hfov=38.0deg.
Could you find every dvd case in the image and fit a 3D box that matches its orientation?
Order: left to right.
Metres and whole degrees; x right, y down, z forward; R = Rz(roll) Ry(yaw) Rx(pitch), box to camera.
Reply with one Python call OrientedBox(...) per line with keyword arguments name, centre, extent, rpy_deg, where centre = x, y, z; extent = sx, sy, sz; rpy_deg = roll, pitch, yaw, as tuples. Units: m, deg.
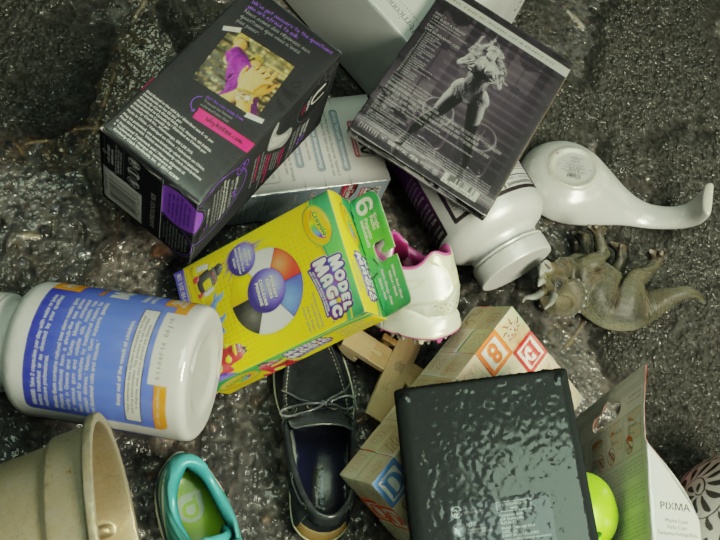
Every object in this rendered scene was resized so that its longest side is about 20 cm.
OrientedBox(name="dvd case", centre=(0.097, -0.162, 0.981), extent=(0.148, 0.016, 0.201), rpy_deg=(32, 65, 1))

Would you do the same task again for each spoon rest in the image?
OrientedBox(name="spoon rest", centre=(0.264, -0.081, 1.101), extent=(0.198, 0.061, 0.100), rpy_deg=(14, 61, 7))

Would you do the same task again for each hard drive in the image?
OrientedBox(name="hard drive", centre=(0.104, 0.179, 0.789), extent=(0.138, 0.033, 0.202), rpy_deg=(-8, 65, 4))

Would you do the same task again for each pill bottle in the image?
OrientedBox(name="pill bottle", centre=(-0.221, 0.070, 0.856), extent=(0.198, 0.112, 0.113), rpy_deg=(9, 63, 7))
OrientedBox(name="pill bottle", centre=(0.103, -0.086, 1.022), extent=(0.112, 0.113, 0.201), rpy_deg=(-22, 73, -22))

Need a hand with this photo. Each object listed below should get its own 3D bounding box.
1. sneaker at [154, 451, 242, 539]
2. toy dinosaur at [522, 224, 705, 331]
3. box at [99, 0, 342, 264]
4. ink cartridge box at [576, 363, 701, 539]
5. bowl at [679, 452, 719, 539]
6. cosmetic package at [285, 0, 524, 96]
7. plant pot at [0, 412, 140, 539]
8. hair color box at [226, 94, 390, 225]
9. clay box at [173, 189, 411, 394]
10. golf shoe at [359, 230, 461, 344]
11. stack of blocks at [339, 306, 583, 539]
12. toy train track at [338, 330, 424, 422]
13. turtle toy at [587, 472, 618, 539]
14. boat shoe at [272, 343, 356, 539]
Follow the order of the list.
OrientedBox(name="sneaker", centre=(-0.119, 0.241, 0.834), extent=(0.077, 0.080, 0.202), rpy_deg=(-19, 72, -21))
OrientedBox(name="toy dinosaur", centre=(0.246, 0.017, 1.045), extent=(0.198, 0.077, 0.103), rpy_deg=(21, 80, -20))
OrientedBox(name="box", centre=(-0.122, -0.127, 0.910), extent=(0.106, 0.122, 0.200), rpy_deg=(38, 63, 5))
OrientedBox(name="ink cartridge box", centre=(0.232, 0.203, 0.895), extent=(0.047, 0.160, 0.202), rpy_deg=(9, 64, -8))
OrientedBox(name="bowl", centre=(0.307, 0.251, 0.905), extent=(0.093, 0.201, 0.203), rpy_deg=(-10, 63, 19))
OrientedBox(name="cosmetic package", centre=(0.045, -0.315, 1.109), extent=(0.199, 0.123, 0.200), rpy_deg=(-36, 78, -24))
OrientedBox(name="plant pot", centre=(-0.261, 0.222, 0.757), extent=(0.181, 0.201, 0.202), rpy_deg=(-11, 68, -8))
OrientedBox(name="hair color box", centre=(-0.080, -0.106, 1.014), extent=(0.198, 0.061, 0.100), rpy_deg=(-8, 68, -17))
OrientedBox(name="clay box", centre=(-0.061, 0.015, 0.904), extent=(0.199, 0.047, 0.116), rpy_deg=(-27, 68, 22))
OrientedBox(name="golf shoe", centre=(0.000, 0.000, 0.941), extent=(0.198, 0.093, 0.075), rpy_deg=(12, 23, 19))
OrientedBox(name="stack of blocks", centre=(0.090, 0.142, 0.898), extent=(0.200, 0.058, 0.115), rpy_deg=(-48, 110, -22))
OrientedBox(name="toy train track", centre=(0.064, 0.117, 0.964), extent=(0.199, 0.033, 0.115), rpy_deg=(33, 56, -7))
OrientedBox(name="turtle toy", centre=(0.133, 0.241, 0.832), extent=(0.145, 0.101, 0.200), rpy_deg=(39, 75, 21))
OrientedBox(name="boat shoe", centre=(-0.036, 0.133, 0.915), extent=(0.074, 0.062, 0.202), rpy_deg=(1, 64, -12))
